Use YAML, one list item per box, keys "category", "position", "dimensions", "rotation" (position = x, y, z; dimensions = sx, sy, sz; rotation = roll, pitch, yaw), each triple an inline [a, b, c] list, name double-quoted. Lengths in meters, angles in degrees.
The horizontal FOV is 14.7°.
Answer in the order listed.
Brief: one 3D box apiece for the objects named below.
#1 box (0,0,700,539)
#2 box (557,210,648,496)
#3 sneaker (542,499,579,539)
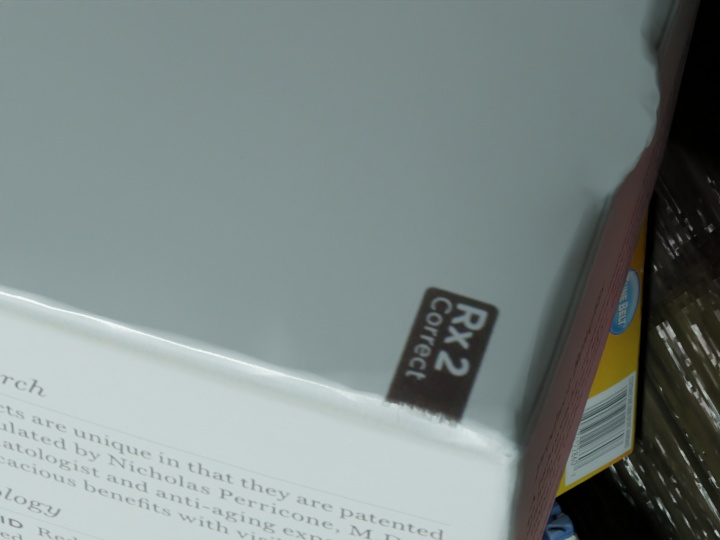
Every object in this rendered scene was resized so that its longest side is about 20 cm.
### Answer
- category: "box"
  position: [-0.030, -0.025, 0.710]
  dimensions: [0.200, 0.199, 0.131]
  rotation: [16, 145, 8]
- category: "box"
  position: [0.019, -0.032, 0.914]
  dimensions: [0.200, 0.041, 0.119]
  rotation: [49, 155, 36]
- category: "sneaker"
  position: [0.044, 0.111, 0.957]
  dimensions: [0.200, 0.077, 0.085]
  rotation: [-108, -8, -59]
